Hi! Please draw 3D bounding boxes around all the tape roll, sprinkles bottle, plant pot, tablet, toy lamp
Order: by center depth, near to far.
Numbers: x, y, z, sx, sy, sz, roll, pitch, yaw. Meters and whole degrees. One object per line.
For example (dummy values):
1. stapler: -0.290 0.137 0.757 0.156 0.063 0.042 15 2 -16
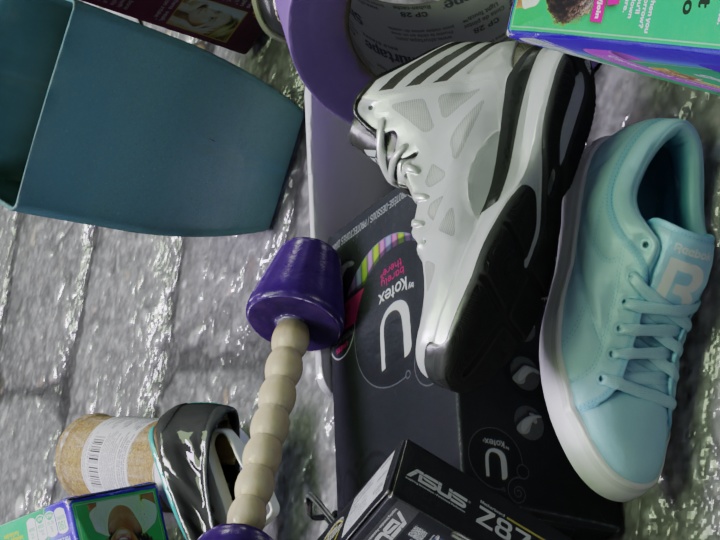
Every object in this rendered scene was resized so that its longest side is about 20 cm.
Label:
1. toy lamp: -0.045 0.071 1.203 0.058 0.058 0.201 -37 33 47
2. tape roll: 0.048 -0.173 1.246 0.200 0.199 0.085 -54 37 32
3. tablet: 0.000 0.000 1.342 0.014 0.130 0.201 -14 61 19
4. plant pot: -0.153 -0.100 1.551 0.141 0.199 0.142 27 100 58
5. sprinkles bottle: -0.145 0.135 1.571 0.200 0.068 0.069 -3 75 59

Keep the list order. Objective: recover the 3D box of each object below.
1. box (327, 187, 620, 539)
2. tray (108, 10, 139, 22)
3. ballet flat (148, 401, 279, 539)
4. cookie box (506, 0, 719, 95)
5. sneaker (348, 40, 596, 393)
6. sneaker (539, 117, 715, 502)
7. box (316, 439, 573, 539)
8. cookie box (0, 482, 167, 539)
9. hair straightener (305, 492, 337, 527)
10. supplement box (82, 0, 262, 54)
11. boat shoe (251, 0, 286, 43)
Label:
1. box: 0.057 0.059 1.225 0.122 0.105 0.201 -37 48 47
2. tray: -0.245 -0.154 1.907 0.201 0.022 0.108 -58 33 28
3. ballet flat: -0.080 0.178 1.426 0.068 0.068 0.202 -20 82 20
4. cookie box: 0.192 -0.116 1.010 0.200 0.170 0.076 15 93 60
5. sneaker: 0.041 -0.032 1.157 0.115 0.076 0.202 7 61 27
6. sneaker: 0.140 0.013 1.136 0.082 0.073 0.202 -33 51 56
7. box: 0.034 0.196 1.151 0.200 0.161 0.049 -53 9 36
8. cookie box: -0.183 0.260 1.505 0.171 0.075 0.202 -25 76 52
9. hair straightener: 0.012 0.169 1.307 0.200 0.041 0.078 -143 37 -66
10. supplement box: -0.138 -0.254 1.590 0.131 0.199 0.104 -47 38 38
11. boat shoe: -0.020 -0.251 1.521 0.063 0.072 0.202 15 86 63
